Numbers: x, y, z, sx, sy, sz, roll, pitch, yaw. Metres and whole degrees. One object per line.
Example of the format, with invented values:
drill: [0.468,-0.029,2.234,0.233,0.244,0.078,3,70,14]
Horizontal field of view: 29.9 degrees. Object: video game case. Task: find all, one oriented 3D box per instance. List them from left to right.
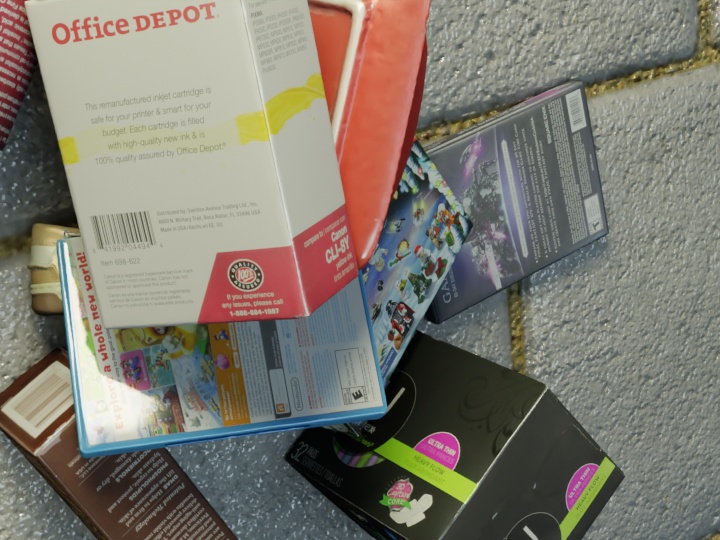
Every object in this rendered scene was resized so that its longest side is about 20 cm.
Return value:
video game case: [-0.091,0.038,0.880,0.198,0.018,0.144,-6,71,-15]
video game case: [0.123,-0.059,1.131,0.199,0.019,0.144,-26,115,-26]

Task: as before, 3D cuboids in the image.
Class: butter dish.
butter dish: [-0.031,-0.112,0.901,0.148,0.199,0.201,2,101,-61]

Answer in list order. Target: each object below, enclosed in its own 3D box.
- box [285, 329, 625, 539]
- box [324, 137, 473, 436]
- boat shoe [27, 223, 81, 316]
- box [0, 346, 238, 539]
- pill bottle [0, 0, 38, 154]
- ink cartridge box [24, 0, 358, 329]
box: [0.069,0.151,1.033,0.149,0.199,0.124,-53,124,-13]
box: [0.000,0.000,0.990,0.137,0.040,0.201,51,59,-40]
boat shoe: [-0.133,-0.014,0.940,0.199,0.071,0.077,-5,89,-35]
box: [-0.161,0.156,0.938,0.075,0.100,0.201,-42,122,-19]
pill bottle: [-0.251,-0.127,0.797,0.112,0.113,0.201,22,88,-36]
ink cartridge box: [-0.095,-0.076,0.786,0.083,0.144,0.202,-37,120,-59]
